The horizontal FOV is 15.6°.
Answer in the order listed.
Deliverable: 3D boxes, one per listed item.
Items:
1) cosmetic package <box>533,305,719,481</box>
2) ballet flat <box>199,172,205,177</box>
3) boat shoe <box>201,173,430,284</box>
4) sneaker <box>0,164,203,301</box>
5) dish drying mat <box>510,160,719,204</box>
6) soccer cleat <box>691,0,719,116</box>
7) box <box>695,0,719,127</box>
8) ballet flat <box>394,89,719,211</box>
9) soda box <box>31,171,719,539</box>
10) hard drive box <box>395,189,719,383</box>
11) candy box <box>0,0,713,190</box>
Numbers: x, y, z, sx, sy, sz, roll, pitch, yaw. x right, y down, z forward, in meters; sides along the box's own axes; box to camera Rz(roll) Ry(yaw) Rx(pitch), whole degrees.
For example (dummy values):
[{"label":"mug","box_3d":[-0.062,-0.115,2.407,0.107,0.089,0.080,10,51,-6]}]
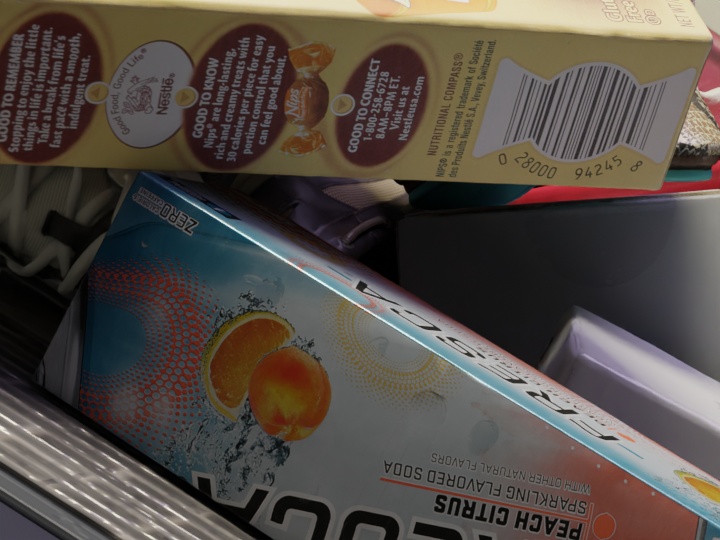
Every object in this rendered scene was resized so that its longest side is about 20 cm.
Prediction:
[{"label":"cosmetic package","box_3d":[0.133,0.092,0.774,0.199,0.072,0.101,29,7,0]},{"label":"ballet flat","box_3d":[-0.130,-0.073,0.958,0.062,0.068,0.200,-19,33,-37]},{"label":"boat shoe","box_3d":[0.000,0.000,0.968,0.073,0.075,0.200,43,19,20]},{"label":"sneaker","box_3d":[-0.091,-0.030,0.739,0.115,0.076,0.200,32,5,35]},{"label":"dish drying mat","box_3d":[0.132,-0.031,1.018,0.077,0.018,0.199,13,-15,-42]},{"label":"soccer cleat","box_3d":[0.099,-0.133,1.080,0.070,0.086,0.201,-3,66,-36]},{"label":"box","box_3d":[0.162,-0.020,1.141,0.128,0.201,0.109,29,6,-38]},{"label":"ballet flat","box_3d":[0.058,-0.061,0.864,0.067,0.076,0.200,3,-2,-19]},{"label":"soda box","box_3d":[0.020,0.051,0.659,0.199,0.064,0.068,31,8,20]},{"label":"hard drive box","box_3d":[0.118,0.016,0.936,0.155,0.077,0.200,-4,-3,21]},{"label":"candy box","box_3d":[-0.018,-0.079,0.713,0.199,0.056,0.116,2,37,-20]}]
